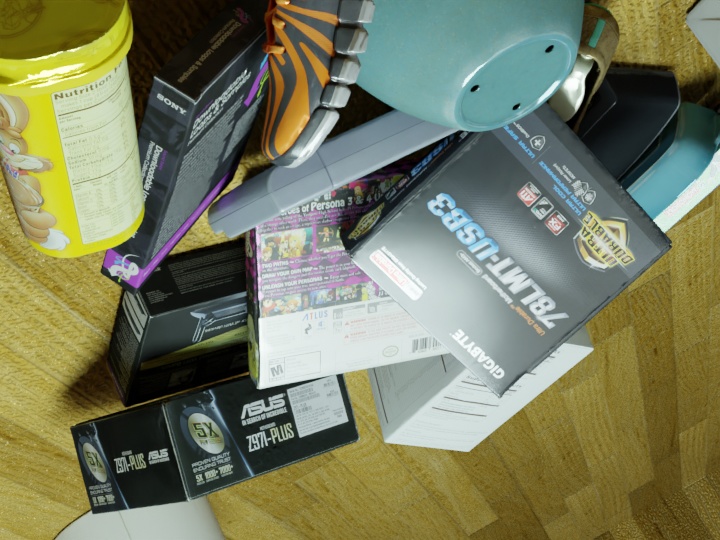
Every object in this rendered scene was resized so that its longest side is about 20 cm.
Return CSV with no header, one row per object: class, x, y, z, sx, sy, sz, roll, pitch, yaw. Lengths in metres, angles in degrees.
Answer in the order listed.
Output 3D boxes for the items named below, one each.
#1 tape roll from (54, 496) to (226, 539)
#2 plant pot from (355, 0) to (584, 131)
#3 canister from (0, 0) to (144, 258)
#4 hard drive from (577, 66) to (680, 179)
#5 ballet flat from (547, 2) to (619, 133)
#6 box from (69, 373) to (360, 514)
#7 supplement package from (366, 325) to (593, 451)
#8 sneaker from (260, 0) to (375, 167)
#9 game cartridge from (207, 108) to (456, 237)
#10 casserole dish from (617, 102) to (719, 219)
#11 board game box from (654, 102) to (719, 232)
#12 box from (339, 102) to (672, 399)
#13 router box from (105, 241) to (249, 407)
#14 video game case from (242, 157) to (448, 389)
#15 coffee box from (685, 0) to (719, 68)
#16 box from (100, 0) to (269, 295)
tape roll,-0.249,0.358,1.530,0.202,0.139,0.203,-23,155,-12
plant pot,0.072,-0.174,0.879,0.200,0.135,0.200,-24,154,-12
canister,-0.174,-0.114,0.723,0.086,0.149,0.200,-16,154,-13
hard drive,0.208,-0.110,1.242,0.135,0.042,0.200,-4,145,-42
ballet flat,0.163,-0.134,1.107,0.068,0.072,0.200,23,140,-4
box,-0.131,0.147,1.187,0.200,0.086,0.164,-13,177,-42
supplement package,0.108,0.076,1.256,0.109,0.114,0.200,11,140,-33
sneaker,-0.050,-0.168,0.775,0.112,0.078,0.200,16,94,-22
game cartridge,-0.008,-0.085,0.983,0.200,0.041,0.133,-28,-172,-31
casserole dish,0.276,-0.091,1.288,0.200,0.039,0.121,-47,-166,37
board game box,0.325,-0.096,1.320,0.200,0.029,0.135,-46,-171,31
box,0.120,-0.025,1.075,0.198,0.050,0.200,-43,113,7
router box,-0.118,0.039,1.173,0.200,0.052,0.157,-14,152,-28
video game case,0.000,0.000,1.111,0.200,0.036,0.182,-10,117,-19
coffee box,0.402,-0.229,1.179,0.200,0.080,0.114,-1,143,-45
box,-0.109,-0.092,0.879,0.143,0.036,0.200,-56,177,-42
